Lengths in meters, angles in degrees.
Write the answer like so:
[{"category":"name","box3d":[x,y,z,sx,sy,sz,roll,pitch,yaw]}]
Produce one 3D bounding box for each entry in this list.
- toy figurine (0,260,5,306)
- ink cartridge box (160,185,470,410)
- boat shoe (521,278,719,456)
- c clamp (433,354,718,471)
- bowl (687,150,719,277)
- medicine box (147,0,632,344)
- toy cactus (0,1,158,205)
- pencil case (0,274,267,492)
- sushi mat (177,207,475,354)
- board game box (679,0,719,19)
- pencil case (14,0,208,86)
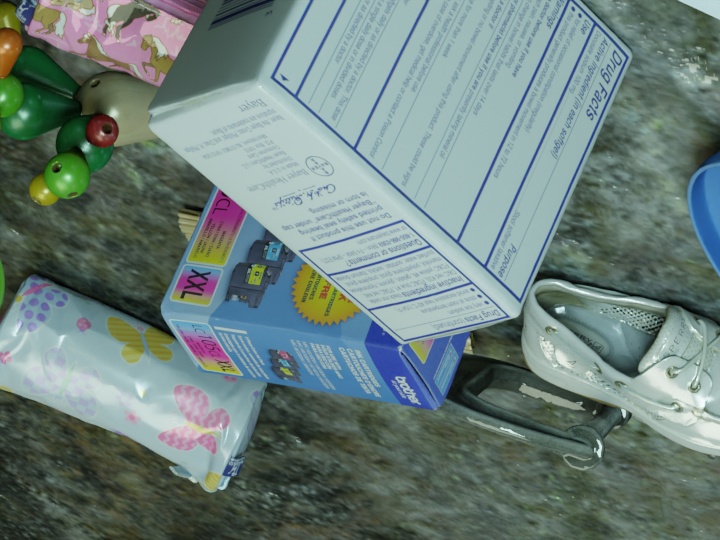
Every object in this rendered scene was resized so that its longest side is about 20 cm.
[{"category":"toy figurine","box3d":[-0.307,-0.070,1.905,0.200,0.150,0.184,44,140,17]},{"category":"ink cartridge box","box3d":[0.000,0.000,1.733,0.199,0.137,0.076,9,152,26]},{"category":"boat shoe","box3d":[0.187,0.055,1.745,0.199,0.071,0.069,16,151,18]},{"category":"c clamp","box3d":[0.125,0.086,1.782,0.170,0.027,0.200,24,-168,16]},{"category":"bowl","box3d":[0.264,0.005,1.571,0.201,0.039,0.201,42,164,15]},{"category":"medicine box","box3d":[0.020,-0.095,1.522,0.200,0.183,0.103,41,147,-25]},{"category":"toy cactus","box3d":[-0.181,-0.105,1.732,0.164,0.103,0.200,-2,-160,-31]},{"category":"pencil case","box3d":[-0.164,0.078,2.035,0.199,0.083,0.091,26,128,1]},{"category":"sushi mat","box3d":[-0.023,0.008,1.888,0.199,0.012,0.096,11,148,23]},{"category":"board game box","box3d":[0.257,-0.166,1.341,0.199,0.043,0.199,26,140,1]},{"category":"pencil case","box3d":[-0.091,-0.133,1.651,0.199,0.087,0.083,25,118,0]}]
